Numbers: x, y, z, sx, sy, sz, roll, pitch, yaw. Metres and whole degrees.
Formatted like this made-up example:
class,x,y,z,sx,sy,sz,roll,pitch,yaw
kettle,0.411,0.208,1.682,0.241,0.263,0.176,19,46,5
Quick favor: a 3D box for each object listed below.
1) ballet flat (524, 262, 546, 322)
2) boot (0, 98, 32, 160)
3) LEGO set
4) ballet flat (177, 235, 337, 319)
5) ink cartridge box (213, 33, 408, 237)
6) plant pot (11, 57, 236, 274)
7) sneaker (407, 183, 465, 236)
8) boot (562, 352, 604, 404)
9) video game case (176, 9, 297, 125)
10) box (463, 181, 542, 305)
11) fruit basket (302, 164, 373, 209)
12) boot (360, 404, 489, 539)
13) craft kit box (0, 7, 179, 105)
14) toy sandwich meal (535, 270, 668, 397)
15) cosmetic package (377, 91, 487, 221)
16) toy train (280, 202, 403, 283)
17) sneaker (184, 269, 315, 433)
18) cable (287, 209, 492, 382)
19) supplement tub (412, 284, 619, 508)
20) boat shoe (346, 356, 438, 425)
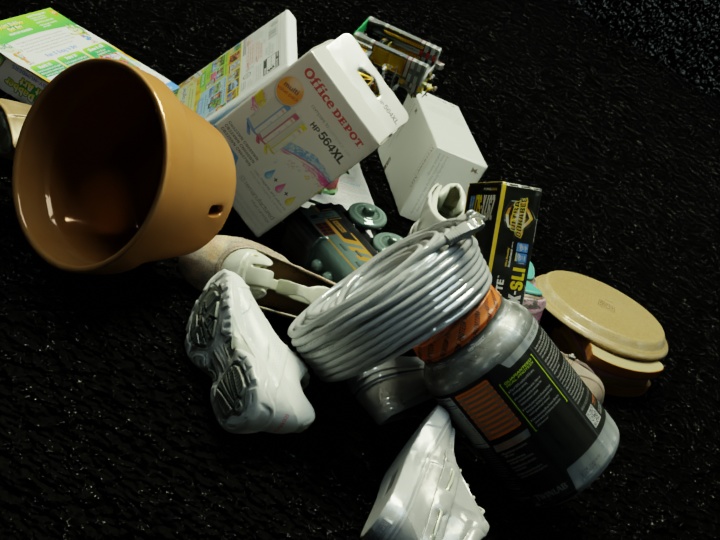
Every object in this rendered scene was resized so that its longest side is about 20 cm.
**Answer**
class,x,y,z,sx,sy,sz,roll,pitch,yaw
ballet flat,0.176,0.030,1.700,0.069,0.072,0.200,13,16,-7
boot,-0.279,-0.114,1.502,0.199,0.066,0.175,10,18,-39
LEGO set,0.023,-0.204,1.716,0.115,0.154,0.200,25,29,8
ballet flat,-0.084,0.012,1.440,0.199,0.068,0.067,17,-4,-20
ink cartridge box,-0.061,-0.154,1.567,0.129,0.200,0.125,52,17,-5
plant pot,-0.214,-0.090,1.374,0.200,0.201,0.140,43,18,29
sneaker,0.104,-0.057,1.748,0.073,0.116,0.200,27,22,0
boot,0.173,0.106,1.578,0.199,0.070,0.146,29,16,5
video game case,-0.154,-0.225,1.728,0.023,0.182,0.200,51,15,-25
box,0.143,-0.014,1.564,0.049,0.161,0.200,11,2,-6
fruit basket,-0.076,-0.134,1.765,0.184,0.094,0.201,14,44,-31
boot,0.070,0.202,1.267,0.095,0.074,0.200,35,32,-1
craft kit box,-0.339,-0.231,1.686,0.197,0.049,0.200,35,24,5
toy sandwich meal,0.289,0.076,1.759,0.204,0.071,0.205,22,21,-9
cosmetic package,0.093,-0.149,1.925,0.081,0.113,0.200,21,23,-18
toy train,0.000,0.000,1.571,0.114,0.085,0.200,-11,47,-37
sneaker,-0.097,0.082,1.317,0.099,0.078,0.200,22,31,-35
cable,0.027,0.028,1.345,0.069,0.200,0.200,57,-18,-8
supplement tub,0.143,0.116,1.360,0.200,0.122,0.123,52,20,-13
boat shoe,0.068,0.122,1.429,0.199,0.074,0.067,-4,60,-43
